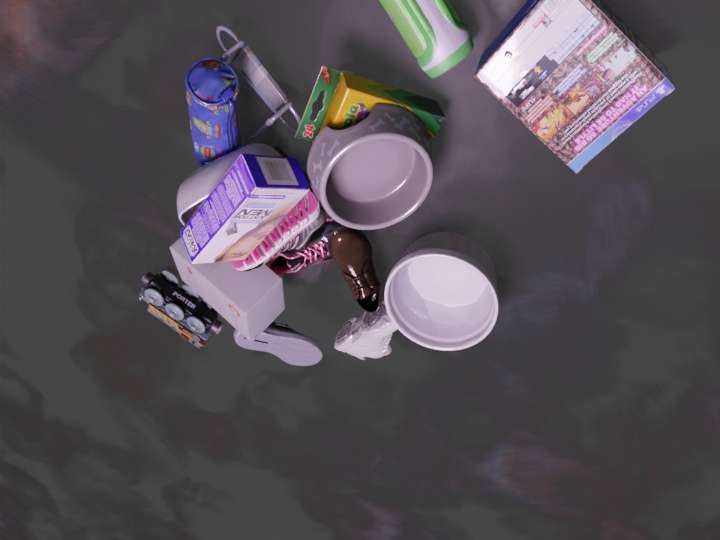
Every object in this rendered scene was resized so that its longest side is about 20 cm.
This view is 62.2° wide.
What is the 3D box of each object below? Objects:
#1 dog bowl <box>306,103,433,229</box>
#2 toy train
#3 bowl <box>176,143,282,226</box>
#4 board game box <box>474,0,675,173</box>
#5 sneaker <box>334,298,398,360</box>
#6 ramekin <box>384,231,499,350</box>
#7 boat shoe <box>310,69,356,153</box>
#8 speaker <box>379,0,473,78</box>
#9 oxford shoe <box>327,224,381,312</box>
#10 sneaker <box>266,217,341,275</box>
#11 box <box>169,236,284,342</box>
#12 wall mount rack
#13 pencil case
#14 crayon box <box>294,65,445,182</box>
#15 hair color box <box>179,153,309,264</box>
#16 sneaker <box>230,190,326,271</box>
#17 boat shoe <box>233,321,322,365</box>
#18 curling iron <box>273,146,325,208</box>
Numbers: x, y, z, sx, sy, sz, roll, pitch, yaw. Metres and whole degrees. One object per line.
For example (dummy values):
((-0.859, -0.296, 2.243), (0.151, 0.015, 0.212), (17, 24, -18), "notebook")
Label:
((0.020, -0.144, 0.892), (0.195, 0.059, 0.203), (-8, 137, -8), "dog bowl")
((-0.391, 0.085, 1.291), (0.198, 0.086, 0.114), (34, 137, -6), "toy train")
((-0.200, -0.130, 0.997), (0.197, 0.200, 0.076), (-25, 73, 0), "bowl")
((0.279, -0.266, 0.794), (0.199, 0.097, 0.159), (39, 127, -10), "board game box")
((0.036, 0.122, 1.169), (0.098, 0.079, 0.199), (33, 144, -19), "sneaker")
((0.146, 0.029, 1.042), (0.195, 0.106, 0.204), (9, 125, 13), "ramekin")
((-0.047, -0.217, 0.962), (0.071, 0.069, 0.202), (25, 128, 1), "boat shoe")
((0.072, -0.367, 0.805), (0.087, 0.089, 0.201), (-26, 112, 32), "speaker")
((0.000, 0.000, 1.054), (0.072, 0.085, 0.201), (-25, 135, 3), "oxford shoe")
((-0.095, -0.032, 1.093), (0.196, 0.096, 0.080), (-16, 116, 26), "sneaker")
((-0.245, 0.016, 1.116), (0.199, 0.097, 0.125), (39, 155, 15), "box")
((-0.192, -0.283, 0.972), (0.201, 0.075, 0.173), (50, 158, -16), "wall mount rack")
((-0.224, -0.232, 0.927), (0.086, 0.078, 0.201), (36, 156, 5), "pencil case")
((0.013, -0.214, 0.898), (0.196, 0.051, 0.128), (9, 132, -24), "crayon box")
((-0.180, -0.090, 0.915), (0.199, 0.108, 0.066), (-38, 70, 37), "hair color box")
((-0.137, -0.057, 1.043), (0.198, 0.075, 0.087), (-36, 153, 13), "sneaker")
((-0.169, 0.139, 1.255), (0.197, 0.071, 0.073), (23, 117, -23), "boat shoe")
((-0.078, -0.144, 1.045), (0.199, 0.050, 0.026), (40, 127, -3), "curling iron")
